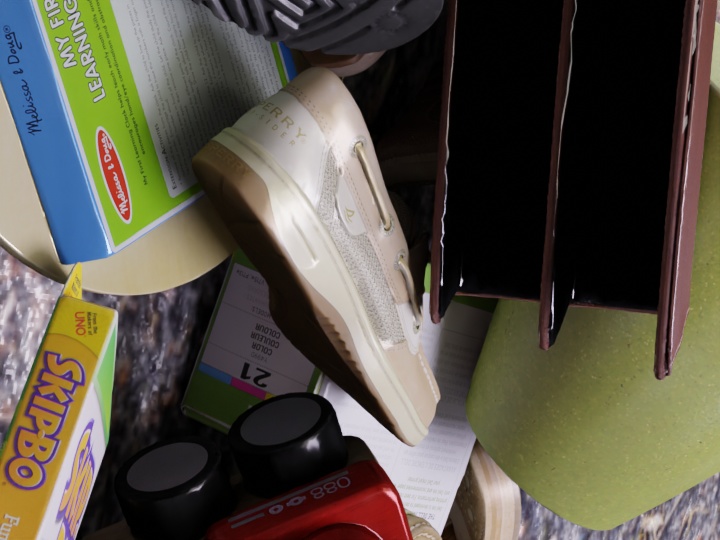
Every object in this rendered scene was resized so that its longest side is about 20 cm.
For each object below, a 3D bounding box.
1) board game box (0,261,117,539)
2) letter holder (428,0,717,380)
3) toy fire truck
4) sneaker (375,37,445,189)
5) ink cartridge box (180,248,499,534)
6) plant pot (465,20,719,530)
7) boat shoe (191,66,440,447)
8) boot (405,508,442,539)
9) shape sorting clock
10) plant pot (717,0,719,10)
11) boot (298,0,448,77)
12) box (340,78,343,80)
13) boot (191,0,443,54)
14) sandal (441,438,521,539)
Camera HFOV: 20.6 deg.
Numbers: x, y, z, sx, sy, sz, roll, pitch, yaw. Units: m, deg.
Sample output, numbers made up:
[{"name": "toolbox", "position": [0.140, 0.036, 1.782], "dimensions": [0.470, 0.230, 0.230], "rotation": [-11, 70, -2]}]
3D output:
[{"name": "board game box", "position": [-0.117, 0.102, 0.665], "dimensions": [0.096, 0.030, 0.202], "rotation": [105, -2, -56]}, {"name": "letter holder", "position": [0.078, -0.073, 0.724], "dimensions": [0.142, 0.099, 0.202], "rotation": [-45, 140, -75]}, {"name": "toy fire truck", "position": [-0.045, 0.163, 0.744], "dimensions": [0.174, 0.200, 0.130], "rotation": [-20, 115, -10]}, {"name": "sneaker", "position": [0.059, -0.095, 1.006], "dimensions": [0.200, 0.070, 0.076], "rotation": [-29, 106, -55]}, {"name": "ink cartridge box", "position": [-0.017, 0.084, 0.923], "dimensions": [0.147, 0.075, 0.202], "rotation": [17, 94, -56]}, {"name": "plant pot", "position": [0.140, 0.013, 0.893], "dimensions": [0.200, 0.187, 0.186], "rotation": [-51, 152, 20]}, {"name": "boat shoe", "position": [0.000, 0.000, 0.768], "dimensions": [0.065, 0.072, 0.201], "rotation": [-44, 142, -12]}, {"name": "boot", "position": [0.037, 0.209, 0.849], "dimensions": [0.072, 0.153, 0.202], "rotation": [39, 65, -50]}, {"name": "shape sorting clock", "position": [-0.086, -0.092, 0.721], "dimensions": [0.199, 0.039, 0.202], "rotation": [-1, 92, -53]}, {"name": "plant pot", "position": [0.115, -0.181, 0.948], "dimensions": [0.135, 0.199, 0.200], "rotation": [-60, 144, -6]}, {"name": "boot", "position": [0.024, -0.146, 0.811], "dimensions": [0.146, 0.069, 0.202], "rotation": [48, 48, -63]}, {"name": "box", "position": [-0.052, -0.156, 0.824], "dimensions": [0.159, 0.049, 0.202], "rotation": [20, 82, -54]}, {"name": "boot", "position": [-0.045, -0.186, 0.683], "dimensions": [0.210, 0.079, 0.159], "rotation": [32, 52, -28]}, {"name": "sandal", "position": [0.037, 0.166, 1.041], "dimensions": [0.069, 0.078, 0.213], "rotation": [-14, 137, -14]}]
